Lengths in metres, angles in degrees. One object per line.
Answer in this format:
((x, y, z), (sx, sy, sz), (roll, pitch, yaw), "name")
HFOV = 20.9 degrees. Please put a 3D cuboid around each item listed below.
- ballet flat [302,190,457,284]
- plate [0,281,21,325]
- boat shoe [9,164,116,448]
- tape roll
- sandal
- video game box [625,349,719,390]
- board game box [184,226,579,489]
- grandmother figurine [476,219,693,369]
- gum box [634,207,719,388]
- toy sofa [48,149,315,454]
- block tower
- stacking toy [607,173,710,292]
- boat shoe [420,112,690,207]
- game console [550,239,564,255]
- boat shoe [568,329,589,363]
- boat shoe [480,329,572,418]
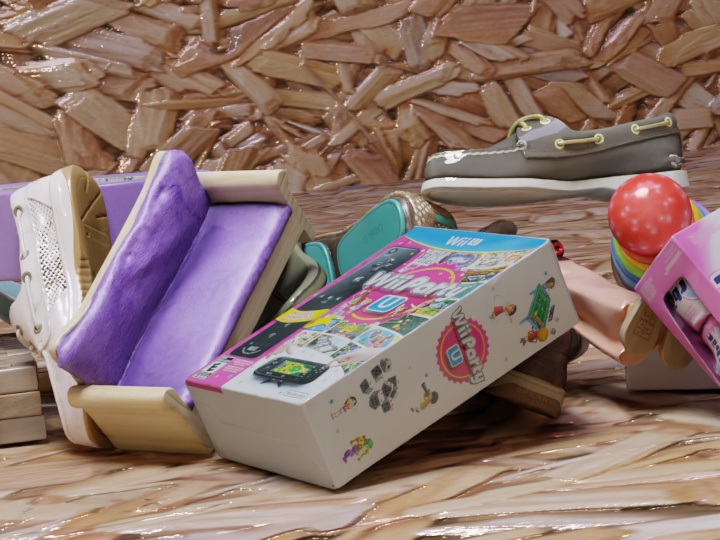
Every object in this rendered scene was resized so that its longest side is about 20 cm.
((0.000, 0.000, 1.424), (0.065, 0.071, 0.200), (7, -20, -36), "ballet flat")
((-0.231, 0.048, 1.556), (0.200, 0.026, 0.200), (26, -2, 1), "plate")
((-0.203, 0.030, 1.326), (0.069, 0.200, 0.071), (-16, -23, 17), "boat shoe")
((-0.209, -0.036, 1.469), (0.200, 0.066, 0.200), (-4, 6, 0), "tape roll")
((-0.074, -0.002, 1.405), (0.057, 0.080, 0.201), (34, 15, -24), "sandal")
((0.303, 0.048, 1.406), (0.200, 0.047, 0.182), (-2, 5, 17), "video game box")
((0.012, 0.049, 1.212), (0.200, 0.064, 0.147), (-32, 21, -28), "board game box")
((0.137, 0.012, 1.350), (0.121, 0.061, 0.200), (31, -4, -38), "grandmother figurine")
((0.283, 0.002, 1.258), (0.200, 0.114, 0.066), (-28, -21, -31), "gum box")
((-0.114, 0.016, 1.286), (0.083, 0.098, 0.200), (1, 49, 32), "toy sofa")
((-0.261, 0.084, 1.406), (0.058, 0.054, 0.200), (-6, 7, -11), "block tower")
((0.203, -0.027, 1.330), (0.085, 0.086, 0.200), (-3, -11, 13), "stacking toy")
((0.136, -0.079, 1.386), (0.201, 0.060, 0.072), (-3, -5, -17), "boat shoe")
((0.058, 0.018, 1.661), (0.177, 0.031, 0.200), (-18, 3, -23), "game console")
((0.081, 0.047, 1.455), (0.059, 0.072, 0.200), (-22, 18, -41), "boat shoe")
((0.095, 0.048, 1.322), (0.072, 0.072, 0.200), (19, 0, -13), "boat shoe")
